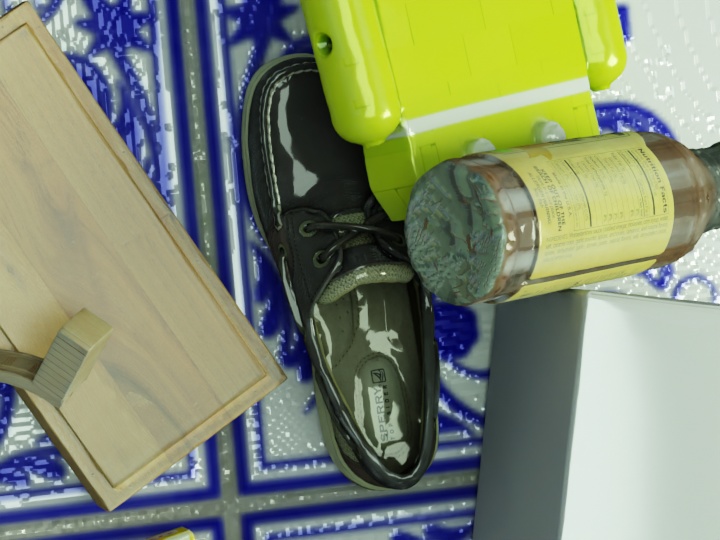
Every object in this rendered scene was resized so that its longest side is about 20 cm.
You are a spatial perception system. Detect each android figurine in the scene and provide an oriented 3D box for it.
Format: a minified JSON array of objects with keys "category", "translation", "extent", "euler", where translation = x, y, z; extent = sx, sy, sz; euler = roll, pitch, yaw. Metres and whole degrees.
[{"category":"android figurine","translation":[0.048,-0.097,1.201],"extent":[0.182,0.041,0.201],"euler":[-14,92,-43]}]

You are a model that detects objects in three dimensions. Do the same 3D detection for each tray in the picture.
[{"category":"tray","translation":[-0.129,-0.006,1.185],"extent":[0.099,0.037,0.200],"euler":[-36,100,-12]}]

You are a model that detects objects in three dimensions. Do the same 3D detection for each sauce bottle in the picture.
[{"category":"sauce bottle","translation":[0.106,-0.027,1.180],"extent":[0.200,0.065,0.065],"euler":[-9,94,-45]}]

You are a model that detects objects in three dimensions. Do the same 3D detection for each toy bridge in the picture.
[{"category":"toy bridge","translation":[-0.203,-0.002,1.149],"extent":[0.200,0.027,0.067],"euler":[32,121,3]}]

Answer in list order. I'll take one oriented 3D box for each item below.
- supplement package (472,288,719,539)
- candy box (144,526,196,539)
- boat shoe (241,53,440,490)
[{"category":"supplement package","translation":[0.123,0.112,1.211],"extent":[0.119,0.121,0.201],"euler":[6,90,-15]},{"category":"candy box","translation":[-0.093,0.224,1.203],"extent":[0.102,0.026,0.201],"euler":[-18,95,-12]},{"category":"boat shoe","translation":[0.000,0.000,1.205],"extent":[0.073,0.065,0.201],"euler":[-18,95,-13]}]
